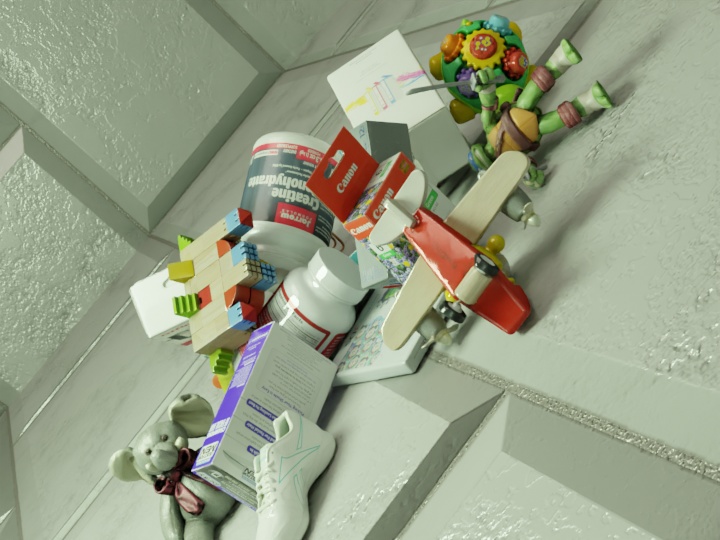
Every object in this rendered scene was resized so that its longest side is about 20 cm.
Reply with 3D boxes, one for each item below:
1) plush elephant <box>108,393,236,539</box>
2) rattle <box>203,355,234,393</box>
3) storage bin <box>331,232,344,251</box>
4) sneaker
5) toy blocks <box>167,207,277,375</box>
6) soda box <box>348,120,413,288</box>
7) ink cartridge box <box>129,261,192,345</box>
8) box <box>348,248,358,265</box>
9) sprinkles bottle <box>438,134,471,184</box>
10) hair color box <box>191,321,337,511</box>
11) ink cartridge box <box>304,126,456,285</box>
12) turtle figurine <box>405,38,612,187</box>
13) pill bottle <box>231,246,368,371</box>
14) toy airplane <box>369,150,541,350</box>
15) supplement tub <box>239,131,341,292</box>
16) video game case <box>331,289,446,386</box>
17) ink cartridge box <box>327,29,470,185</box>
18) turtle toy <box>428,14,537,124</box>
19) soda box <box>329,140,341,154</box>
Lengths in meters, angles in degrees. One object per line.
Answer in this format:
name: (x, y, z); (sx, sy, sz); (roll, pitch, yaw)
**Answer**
plush elephant: (-0.228, 0.255, 1.439); (0.165, 0.155, 0.200); (-50, 18, -5)
rattle: (-0.168, 0.129, 1.707); (0.142, 0.131, 0.200); (-40, -10, -10)
storage bin: (-0.108, -0.020, 1.757); (0.146, 0.134, 0.200); (-50, 19, -7)
sneaker: (-0.093, 0.246, 1.267); (0.070, 0.080, 0.202); (-32, 26, 36)
toy blocks: (-0.170, 0.015, 1.476); (0.136, 0.099, 0.203); (-32, 57, 33)
soda box: (0.031, -0.081, 1.403); (0.063, 0.067, 0.204); (-23, 72, 54)
ink cartridge box: (-0.239, 0.042, 1.665); (0.144, 0.086, 0.200); (-25, -11, 3)
box: (0.000, 0.000, 1.560); (0.200, 0.049, 0.082); (-44, -1, 18)
sprinkles bottle: (0.075, -0.132, 1.658); (0.200, 0.068, 0.069); (-44, 18, 18)
hair color box: (-0.114, 0.179, 1.370); (0.064, 0.109, 0.202); (-27, 34, 50)
ink cartridge box: (0.037, -0.075, 1.332); (0.050, 0.200, 0.110); (-21, 32, 51)
turtle figurine: (0.197, -0.184, 1.361); (0.193, 0.199, 0.145); (-37, 55, 19)
pill bottle: (-0.078, 0.071, 1.489); (0.201, 0.111, 0.113); (-51, 16, 21)
toy airplane: (0.107, -0.016, 1.230); (0.198, 0.140, 0.203); (-13, 69, 40)
supplement tub: (-0.105, -0.081, 1.599); (0.140, 0.139, 0.204); (-19, 56, 57)
video game case: (0.049, 0.059, 1.401); (0.199, 0.024, 0.183); (-18, 35, 58)
ink cartridge box: (0.061, -0.204, 1.554); (0.124, 0.129, 0.202); (-32, 52, 7)
turtle toy: (0.183, -0.273, 1.567); (0.144, 0.203, 0.101); (-23, -20, 1)
soda box: (-0.023, -0.178, 1.986); (0.064, 0.068, 0.200); (-46, 18, 3)
